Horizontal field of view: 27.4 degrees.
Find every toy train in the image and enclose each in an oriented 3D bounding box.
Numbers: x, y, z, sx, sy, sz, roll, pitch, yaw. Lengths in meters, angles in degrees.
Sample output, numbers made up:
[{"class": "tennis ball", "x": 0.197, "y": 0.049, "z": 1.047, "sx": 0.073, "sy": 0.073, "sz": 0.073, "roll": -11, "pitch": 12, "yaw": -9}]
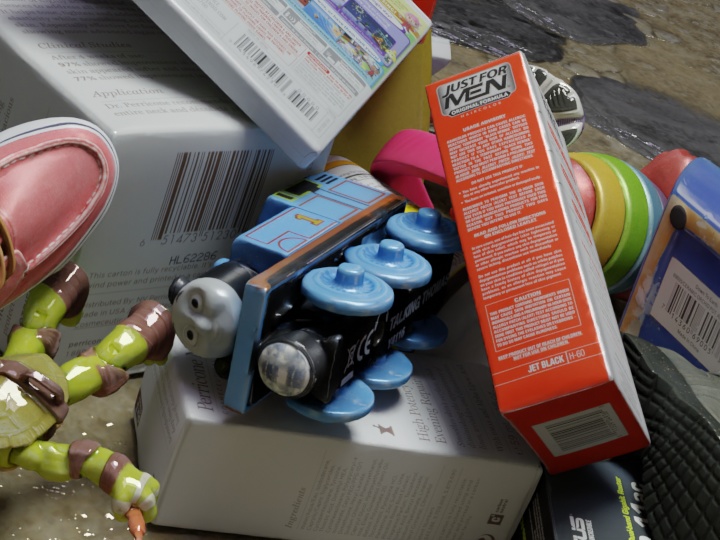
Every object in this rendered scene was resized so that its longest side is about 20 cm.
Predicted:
[{"class": "toy train", "x": -0.021, "y": 0.012, "z": 0.778, "sx": 0.114, "sy": 0.087, "sz": 0.200, "roll": 18, "pitch": 24, "yaw": 19}]

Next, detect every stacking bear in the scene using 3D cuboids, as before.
[{"class": "stacking bear", "x": 0.152, "y": -0.042, "z": 1.086, "sx": 0.199, "sy": 0.121, "sz": 0.114, "roll": 11, "pitch": 68, "yaw": -44}]

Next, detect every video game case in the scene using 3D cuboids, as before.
[{"class": "video game case", "x": -0.063, "y": -0.173, "z": 0.854, "sx": 0.200, "sy": 0.022, "sz": 0.182, "roll": 44, "pitch": 39, "yaw": -6}]

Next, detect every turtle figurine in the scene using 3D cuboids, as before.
[{"class": "turtle figurine", "x": -0.169, "y": 0.059, "z": 0.700, "sx": 0.199, "sy": 0.065, "sz": 0.161, "roll": 13, "pitch": 39, "yaw": 18}]

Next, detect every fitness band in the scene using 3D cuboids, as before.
[{"class": "fitness band", "x": 0.076, "y": -0.022, "z": 0.979, "sx": 0.143, "sy": 0.037, "sz": 0.200, "roll": 35, "pitch": -13, "yaw": 27}]

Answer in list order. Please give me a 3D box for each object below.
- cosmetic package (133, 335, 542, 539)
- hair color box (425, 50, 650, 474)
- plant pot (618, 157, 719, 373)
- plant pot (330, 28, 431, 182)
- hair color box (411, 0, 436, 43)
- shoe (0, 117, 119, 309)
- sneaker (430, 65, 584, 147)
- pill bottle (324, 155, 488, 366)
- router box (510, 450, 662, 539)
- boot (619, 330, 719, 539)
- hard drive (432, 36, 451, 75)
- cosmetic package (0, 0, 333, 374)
[{"class": "cosmetic package", "x": -0.015, "y": 0.091, "z": 0.798, "sx": 0.199, "sy": 0.074, "sz": 0.102, "roll": 11, "pitch": 26, "yaw": -22}, {"class": "hair color box", "x": 0.094, "y": -0.004, "z": 0.792, "sx": 0.102, "sy": 0.061, "sz": 0.201, "roll": 50, "pitch": 26, "yaw": -56}, {"class": "plant pot", "x": 0.292, "y": 0.035, "z": 0.992, "sx": 0.179, "sy": 0.201, "sz": 0.200, "roll": -5, "pitch": 36, "yaw": -30}, {"class": "plant pot", "x": -0.055, "y": -0.136, "z": 1.082, "sx": 0.199, "sy": 0.177, "sz": 0.200, "roll": 6, "pitch": 30, "yaw": -26}, {"class": "hair color box", "x": 0.002, "y": -0.231, "z": 1.033, "sx": 0.110, "sy": 0.064, "sz": 0.200, "roll": 17, "pitch": 28, "yaw": -5}, {"class": "shoe", "x": -0.180, "y": -0.002, "z": 0.666, "sx": 0.200, "sy": 0.072, "sz": 0.091, "roll": -39, "pitch": 20, "yaw": -23}, {"class": "sneaker", "x": 0.099, "y": -0.116, "z": 1.189, "sx": 0.199, "sy": 0.081, "sz": 0.083, "roll": -4, "pitch": -5, "yaw": 42}, {"class": "pill bottle", "x": 0.000, "y": 0.000, "z": 0.938, "sx": 0.200, "sy": 0.110, "sz": 0.109, "roll": 36, "pitch": 30, "yaw": 28}, {"class": "router box", "x": 0.160, "y": 0.144, "z": 0.831, "sx": 0.149, "sy": 0.062, "sz": 0.200, "roll": 15, "pitch": 27, "yaw": -8}, {"class": "boot", "x": 0.213, "y": 0.106, "z": 0.802, "sx": 0.130, "sy": 0.068, "sz": 0.200, "roll": 16, "pitch": 27, "yaw": -22}, {"class": "hard drive", "x": -0.043, "y": -0.177, "z": 1.245, "sx": 0.199, "sy": 0.132, "sz": 0.027, "roll": 5, "pitch": 74, "yaw": -28}, {"class": "cosmetic package", "x": -0.154, "y": -0.061, "z": 0.881, "sx": 0.167, "sy": 0.167, "sz": 0.200, "roll": -7, "pitch": 38, "yaw": -44}]
